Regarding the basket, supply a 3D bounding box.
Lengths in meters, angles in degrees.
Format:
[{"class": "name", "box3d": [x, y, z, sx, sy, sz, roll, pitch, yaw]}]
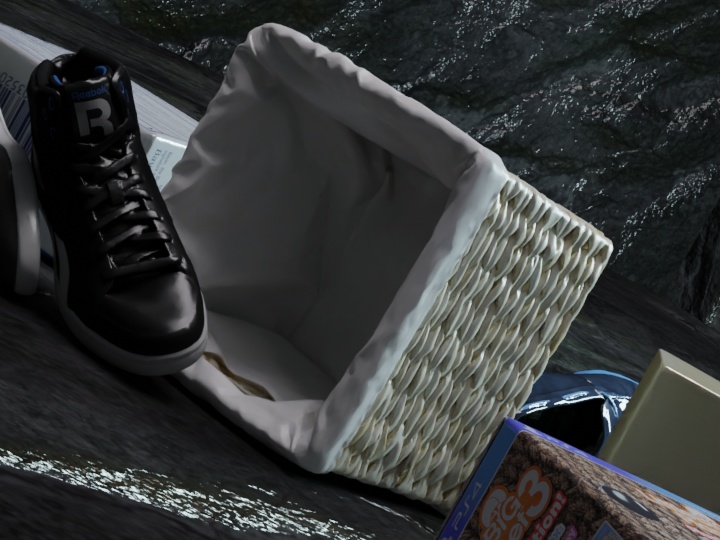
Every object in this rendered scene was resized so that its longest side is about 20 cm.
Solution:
[{"class": "basket", "box3d": [0.000, 0.000, 1.453, 0.198, 0.201, 0.161, 33, 6, 39]}]

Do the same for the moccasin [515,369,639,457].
[{"class": "moccasin", "box3d": [0.150, 0.115, 1.833, 0.199, 0.081, 0.068, 5, 25, -40]}]

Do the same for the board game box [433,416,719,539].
[{"class": "board game box", "box3d": [0.143, 0.171, 1.183, 0.159, 0.097, 0.200, 26, 7, -29]}]

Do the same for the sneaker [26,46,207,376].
[{"class": "sneaker", "box3d": [-0.140, -0.042, 1.387, 0.073, 0.112, 0.200, -16, 45, -16]}]

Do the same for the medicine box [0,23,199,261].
[{"class": "medicine box", "box3d": [-0.167, -0.066, 1.666, 0.182, 0.103, 0.200, 33, 7, 28]}]

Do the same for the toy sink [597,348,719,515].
[{"class": "toy sink", "box3d": [0.241, 0.156, 1.598, 0.199, 0.131, 0.112, 29, 6, 4]}]

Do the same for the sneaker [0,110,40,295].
[{"class": "sneaker", "box3d": [-0.242, -0.053, 1.445, 0.099, 0.071, 0.200, -6, 43, -23]}]
